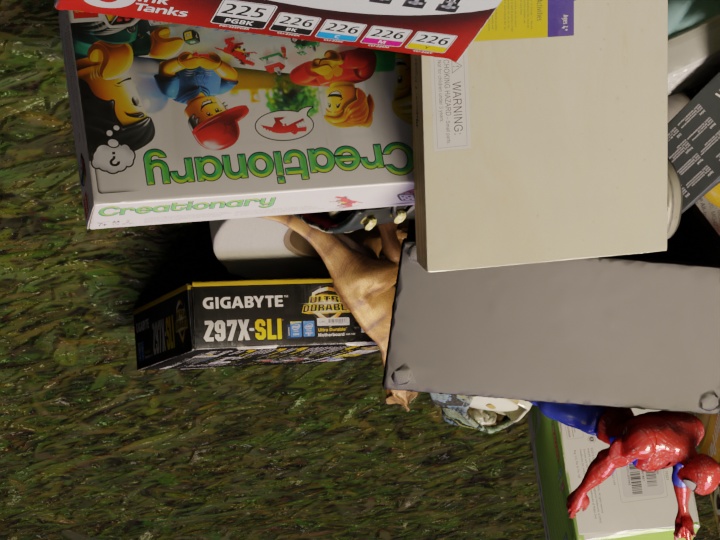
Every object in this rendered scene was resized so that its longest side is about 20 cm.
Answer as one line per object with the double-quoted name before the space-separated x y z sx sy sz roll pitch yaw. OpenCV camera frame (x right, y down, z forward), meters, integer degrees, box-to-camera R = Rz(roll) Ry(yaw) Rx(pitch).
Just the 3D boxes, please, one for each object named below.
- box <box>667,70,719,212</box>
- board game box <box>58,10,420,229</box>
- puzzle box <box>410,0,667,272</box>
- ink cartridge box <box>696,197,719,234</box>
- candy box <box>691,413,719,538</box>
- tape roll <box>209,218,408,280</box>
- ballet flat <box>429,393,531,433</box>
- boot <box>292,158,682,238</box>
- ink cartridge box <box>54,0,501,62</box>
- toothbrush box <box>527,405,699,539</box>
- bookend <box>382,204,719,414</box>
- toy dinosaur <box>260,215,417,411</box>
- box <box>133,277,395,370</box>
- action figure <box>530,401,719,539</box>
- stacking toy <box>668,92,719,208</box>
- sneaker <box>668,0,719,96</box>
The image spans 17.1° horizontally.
"box" 0.249 -0.121 1.330 0.160 0.044 0.200 -37 174 -31
"board game box" -0.051 -0.091 1.257 0.200 0.127 0.035 -5 158 -14
"puzzle box" 0.092 -0.103 1.225 0.133 0.200 0.025 -4 -165 -12
"ink cartridge box" 0.204 -0.005 1.644 0.200 0.084 0.145 -15 159 17
"candy box" 0.258 0.106 1.535 0.055 0.200 0.115 -5 157 -10
"tape roll" 0.000 -0.043 1.540 0.202 0.037 0.203 -9 160 -4
"ballet flat" 0.082 0.068 1.568 0.074 0.074 0.200 -12 170 5
"boot" 0.060 -0.047 1.325 0.154 0.074 0.203 -18 -149 -37
"ink cartridge box" -0.022 -0.179 1.065 0.200 0.084 0.176 6 156 -16
"toothbrush box" 0.171 0.137 1.661 0.086 0.146 0.200 -7 160 -3
"bookend" 0.106 0.001 1.443 0.198 0.092 0.200 5 -161 -7
"toy dinosaur" 0.000 0.000 1.494 0.060 0.106 0.200 -2 130 53
"box" -0.059 0.037 1.631 0.159 0.049 0.200 -4 175 -15
"action figure" 0.137 0.108 1.431 0.065 0.099 0.200 -10 -156 -37
"stacking toy" 0.252 -0.078 1.485 0.200 0.146 0.146 14 154 -12
"sneaker" 0.164 -0.141 1.321 0.200 0.082 0.074 -24 169 -39
